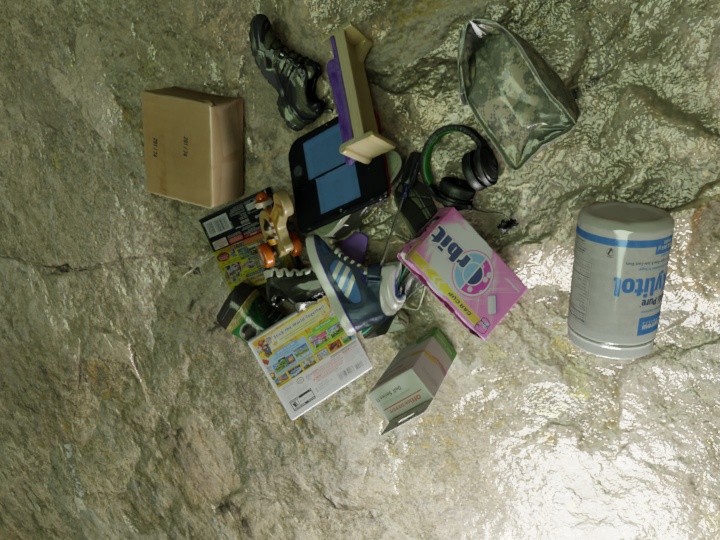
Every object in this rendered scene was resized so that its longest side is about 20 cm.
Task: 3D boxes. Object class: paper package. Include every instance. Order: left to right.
[{"bbox_3d":[-0.331,-0.247,1.081,0.186,0.103,0.205,16,117,21],"label":"paper package"}]

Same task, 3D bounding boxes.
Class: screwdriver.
[{"bbox_3d":[0.068,-0.104,0.928,0.027,0.029,0.205,13,85,33],"label":"screwdriver"}]

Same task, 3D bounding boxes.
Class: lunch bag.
[{"bbox_3d":[0.210,-0.261,0.772,0.117,0.164,0.202,-35,92,30],"label":"lunch bag"}]

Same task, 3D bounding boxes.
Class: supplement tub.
[{"bbox_3d":[0.382,0.011,0.815,0.129,0.132,0.205,6,112,24],"label":"supplement tub"}]

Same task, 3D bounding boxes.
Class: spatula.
[{"bbox_3d":[-0.006,-0.107,1.024,0.055,0.020,0.205,17,116,21],"label":"spatula"}]

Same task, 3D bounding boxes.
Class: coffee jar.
[{"bbox_3d":[-0.205,0.121,1.159,0.199,0.086,0.105,39,119,-3],"label":"coffee jar"}]

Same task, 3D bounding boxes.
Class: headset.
[{"bbox_3d":[0.184,-0.146,0.900,0.124,0.093,0.202,-45,72,36],"label":"headset"}]

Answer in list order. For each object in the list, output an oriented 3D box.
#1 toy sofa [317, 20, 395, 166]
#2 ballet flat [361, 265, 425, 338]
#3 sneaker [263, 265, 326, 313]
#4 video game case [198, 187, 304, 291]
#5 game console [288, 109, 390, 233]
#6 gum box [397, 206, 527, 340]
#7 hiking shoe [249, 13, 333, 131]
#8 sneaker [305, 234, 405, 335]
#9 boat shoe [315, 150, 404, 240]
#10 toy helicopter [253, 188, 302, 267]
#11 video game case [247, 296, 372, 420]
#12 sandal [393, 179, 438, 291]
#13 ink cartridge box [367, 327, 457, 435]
[{"bbox_3d":[-0.018,-0.280,0.886,0.096,0.082,0.206,-16,79,28],"label":"toy sofa"},{"bbox_3d":[0.072,0.069,1.031,0.067,0.068,0.202,30,121,-2],"label":"ballet flat"},{"bbox_3d":[-0.098,0.039,1.071,0.194,0.067,0.093,-2,74,11],"label":"sneaker"},{"bbox_3d":[-0.232,-0.055,1.154,0.196,0.025,0.185,-17,101,30],"label":"video game case"},{"bbox_3d":[-0.042,-0.179,0.958,0.196,0.031,0.182,-20,68,31],"label":"game console"},{"bbox_3d":[0.165,0.000,0.902,0.200,0.066,0.114,45,86,-11],"label":"gum box"},{"bbox_3d":[-0.118,-0.357,0.960,0.099,0.076,0.203,-18,110,21],"label":"hiking shoe"},{"bbox_3d":[0.000,0.000,0.984,0.144,0.081,0.204,-27,77,4],"label":"sneaker"},{"bbox_3d":[0.004,-0.130,0.970,0.200,0.060,0.073,-40,59,21],"label":"boat shoe"},{"bbox_3d":[-0.156,-0.100,1.008,0.135,0.077,0.200,64,157,10],"label":"toy helicopter"},{"bbox_3d":[-0.100,0.170,1.107,0.197,0.023,0.185,-31,97,-9],"label":"video game case"},{"bbox_3d":[0.117,-0.063,0.961,0.078,0.057,0.206,-19,84,-4],"label":"sandal"},{"bbox_3d":[0.090,0.197,0.990,0.116,0.200,0.068,-38,92,32],"label":"ink cartridge box"}]
